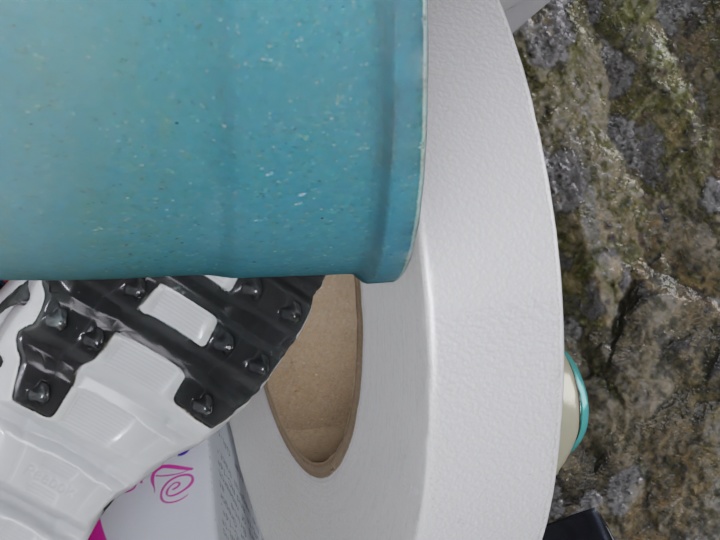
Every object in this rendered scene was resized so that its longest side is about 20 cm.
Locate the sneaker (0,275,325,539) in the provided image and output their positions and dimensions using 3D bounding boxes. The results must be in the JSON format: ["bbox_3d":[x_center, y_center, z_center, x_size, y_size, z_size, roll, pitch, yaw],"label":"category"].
[{"bbox_3d":[-0.081,0.030,0.650,0.066,0.201,0.090,34,-1,-31],"label":"sneaker"}]

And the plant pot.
[{"bbox_3d":[-0.095,-0.086,0.528,0.200,0.187,0.201,173,-90,-84],"label":"plant pot"}]

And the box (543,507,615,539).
[{"bbox_3d":[0.012,0.182,0.852,0.106,0.199,0.123,-109,180,-54],"label":"box"}]

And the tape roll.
[{"bbox_3d":[0.000,0.000,0.701,0.203,0.037,0.204,175,-90,-72],"label":"tape roll"}]

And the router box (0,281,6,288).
[{"bbox_3d":[-0.137,-0.071,0.719,0.201,0.049,0.180,63,2,18],"label":"router box"}]

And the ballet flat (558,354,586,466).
[{"bbox_3d":[0.004,0.081,0.901,0.200,0.069,0.070,-54,-139,47],"label":"ballet flat"}]

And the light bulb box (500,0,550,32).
[{"bbox_3d":[-0.047,-0.142,0.977,0.200,0.198,0.125,51,1,9],"label":"light bulb box"}]

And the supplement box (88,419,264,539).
[{"bbox_3d":[-0.077,0.087,0.799,0.201,0.101,0.104,-100,172,-51],"label":"supplement box"}]
